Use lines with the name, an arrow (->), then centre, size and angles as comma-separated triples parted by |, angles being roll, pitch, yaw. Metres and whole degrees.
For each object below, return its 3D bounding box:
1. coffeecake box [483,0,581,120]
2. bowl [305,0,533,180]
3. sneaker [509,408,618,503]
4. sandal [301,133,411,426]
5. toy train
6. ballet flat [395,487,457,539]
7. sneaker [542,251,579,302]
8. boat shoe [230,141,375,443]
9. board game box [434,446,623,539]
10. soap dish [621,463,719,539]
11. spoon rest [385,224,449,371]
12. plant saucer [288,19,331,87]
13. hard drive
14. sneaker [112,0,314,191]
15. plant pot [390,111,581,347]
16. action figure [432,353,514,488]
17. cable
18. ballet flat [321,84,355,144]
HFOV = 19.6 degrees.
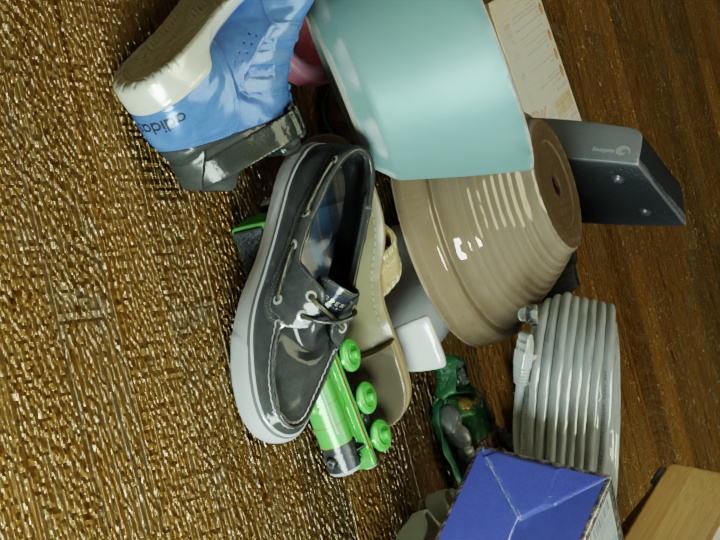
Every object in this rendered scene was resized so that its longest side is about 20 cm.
coffeecake box -> 0.134, -0.147, 1.849 | 0.201, 0.073, 0.154 | 70, 23, -11
bowl -> 0.031, -0.141, 1.401 | 0.201, 0.105, 0.202 | 157, -90, -90
sneaker -> 0.162, 0.150, 1.750 | 0.091, 0.076, 0.201 | 38, 37, -37
sandal -> -0.006, 0.001, 1.451 | 0.070, 0.077, 0.213 | -55, 134, -68
toy train -> -0.033, 0.048, 1.396 | 0.056, 0.042, 0.201 | -39, 112, -55
ballet flat -> 0.062, 0.195, 1.483 | 0.200, 0.073, 0.073 | -37, 110, -62
sneaker -> 0.114, -0.040, 1.688 | 0.200, 0.111, 0.073 | 49, 33, -45
boat shoe -> -0.028, 0.011, 1.333 | 0.070, 0.066, 0.201 | 27, 68, -36
board game box -> 0.110, 0.246, 1.402 | 0.160, 0.096, 0.200 | -61, 151, -33
soap dish -> 0.211, 0.254, 1.623 | 0.081, 0.200, 0.157 | 36, 40, 6
spoon rest -> 0.036, 0.027, 1.560 | 0.200, 0.060, 0.100 | -73, 144, -73
plant saucer -> -0.069, -0.222, 1.465 | 0.201, 0.051, 0.201 | 47, 35, -48
hard drive -> 0.154, -0.080, 1.691 | 0.135, 0.199, 0.043 | 40, 60, -55
sneaker -> -0.066, -0.132, 1.332 | 0.200, 0.077, 0.111 | -52, 126, -35
plant pot -> 0.102, -0.052, 1.536 | 0.201, 0.092, 0.202 | 47, 35, -47
action figure -> 0.100, 0.157, 1.617 | 0.201, 0.055, 0.118 | 66, 27, -9
cable -> 0.154, 0.116, 1.527 | 0.200, 0.069, 0.201 | -31, 122, -78
ballet flat -> 0.021, -0.172, 1.610 | 0.068, 0.072, 0.200 | 58, 28, -29
